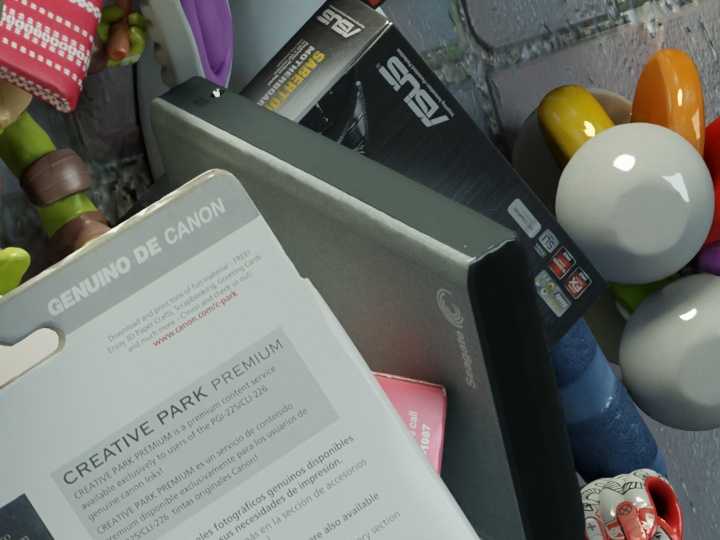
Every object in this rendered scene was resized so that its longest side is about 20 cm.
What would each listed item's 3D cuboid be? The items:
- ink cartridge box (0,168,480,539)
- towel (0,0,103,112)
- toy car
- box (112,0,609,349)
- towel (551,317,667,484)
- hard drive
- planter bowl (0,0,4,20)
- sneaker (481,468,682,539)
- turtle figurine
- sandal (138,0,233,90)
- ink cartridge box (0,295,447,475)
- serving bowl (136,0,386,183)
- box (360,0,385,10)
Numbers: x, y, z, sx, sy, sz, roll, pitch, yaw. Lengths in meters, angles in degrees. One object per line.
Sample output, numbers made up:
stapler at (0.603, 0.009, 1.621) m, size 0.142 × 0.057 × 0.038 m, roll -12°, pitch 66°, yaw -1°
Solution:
ink cartridge box at (-0.081, 0.094, 0.853) m, size 0.199 × 0.084 × 0.176 m, roll -32°, pitch 88°, yaw -21°
towel at (-0.151, -0.171, 1.024) m, size 0.144 × 0.022 × 0.201 m, roll 25°, pitch 56°, yaw -28°
toy car at (0.178, -0.023, 1.449) m, size 0.175 × 0.149 × 0.201 m, roll -125°, pitch -170°, yaw -73°
box at (0.000, 0.000, 1.187) m, size 0.158 × 0.048 × 0.200 m, roll -47°, pitch 130°, yaw -6°
towel at (0.088, 0.031, 1.380) m, size 0.200 × 0.048 × 0.112 m, roll 57°, pitch 0°, yaw -34°
hard drive at (0.002, 0.016, 1.033) m, size 0.033 × 0.200 × 0.140 m, roll -32°, pitch 126°, yaw -25°
planter bowl at (-0.204, -0.026, 0.826) m, size 0.200 × 0.199 × 0.135 m, roll -56°, pitch 153°, yaw -53°
sneaker at (0.089, 0.155, 1.304) m, size 0.201 × 0.107 × 0.068 m, roll -42°, pitch 113°, yaw -57°
turtle figurine at (-0.154, -0.065, 1.028) m, size 0.199 × 0.064 × 0.162 m, roll 0°, pitch 61°, yaw -48°
sandal at (-0.064, -0.143, 1.059) m, size 0.203 × 0.049 × 0.083 m, roll 76°, pitch 15°, yaw -58°
ink cartridge box at (-0.079, 0.099, 0.948) m, size 0.199 × 0.083 × 0.147 m, roll 12°, pitch 68°, yaw -13°
serving bowl at (-0.019, -0.066, 1.260) m, size 0.200 × 0.066 × 0.201 m, roll 34°, pitch 49°, yaw -50°
box at (-0.055, -0.212, 1.186) m, size 0.137 × 0.038 × 0.200 m, roll 45°, pitch 7°, yaw -41°
